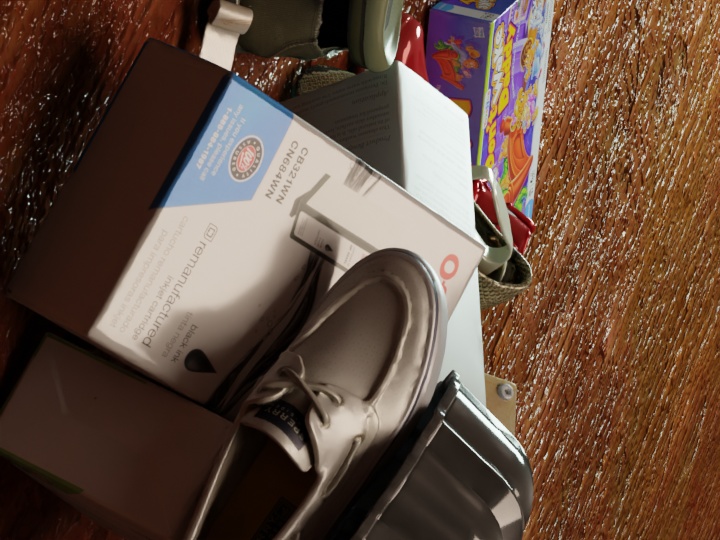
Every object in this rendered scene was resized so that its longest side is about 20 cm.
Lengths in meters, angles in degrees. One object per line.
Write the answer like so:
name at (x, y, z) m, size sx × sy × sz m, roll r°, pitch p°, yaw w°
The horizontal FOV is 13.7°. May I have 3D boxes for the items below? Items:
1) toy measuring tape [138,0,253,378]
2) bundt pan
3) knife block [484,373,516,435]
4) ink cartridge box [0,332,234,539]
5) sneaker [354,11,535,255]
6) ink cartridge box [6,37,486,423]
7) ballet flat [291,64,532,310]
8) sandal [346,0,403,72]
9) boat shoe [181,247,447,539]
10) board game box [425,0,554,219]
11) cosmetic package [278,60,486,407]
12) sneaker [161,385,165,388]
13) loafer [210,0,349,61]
toy measuring tape at (-0.081, -0.039, 1.551) m, size 0.074 × 0.073 × 0.201 m, roll 7°, pitch 99°, yaw -71°
bundt pan at (0.016, 0.152, 1.484) m, size 0.202 × 0.076 × 0.202 m, roll -53°, pitch -178°, yaw 3°
knife block at (0.004, 0.107, 1.783) m, size 0.200 × 0.175 × 0.064 m, roll 19°, pitch 61°, yaw -30°
ink cartridge box at (-0.098, 0.108, 1.532) m, size 0.067 × 0.117 × 0.200 m, roll -61°, pitch 160°, yaw -10°
sneaker at (0.058, -0.067, 1.871) m, size 0.078 × 0.115 × 0.200 m, roll -57°, pitch 154°, yaw -44°
ink cartridge box at (-0.052, -0.001, 1.482) m, size 0.200 × 0.084 × 0.146 m, roll 32°, pitch 85°, yaw -40°
ballet flat at (0.041, -0.054, 1.773) m, size 0.200 × 0.075 × 0.068 m, roll 52°, pitch 40°, yaw -31°
sandal at (0.037, -0.196, 1.564) m, size 0.080 × 0.057 × 0.201 m, roll -55°, pitch 159°, yaw -57°
boat shoe at (-0.027, 0.076, 1.415) m, size 0.200 × 0.071 × 0.070 m, roll -57°, pitch 159°, yaw -2°
board game box at (0.082, -0.100, 2.028) m, size 0.134 × 0.045 × 0.201 m, roll -45°, pitch 145°, yaw -57°
cosmetic package at (0.000, 0.000, 1.635) m, size 0.081 × 0.113 × 0.201 m, roll 31°, pitch 50°, yaw -50°
sneaker at (-0.086, 0.123, 1.682) m, size 0.078 × 0.075 × 0.201 m, roll -40°, pitch 132°, yaw -47°
loafer at (-0.018, -0.146, 1.667) m, size 0.200 × 0.069 × 0.075 m, roll -29°, pitch 130°, yaw -65°
